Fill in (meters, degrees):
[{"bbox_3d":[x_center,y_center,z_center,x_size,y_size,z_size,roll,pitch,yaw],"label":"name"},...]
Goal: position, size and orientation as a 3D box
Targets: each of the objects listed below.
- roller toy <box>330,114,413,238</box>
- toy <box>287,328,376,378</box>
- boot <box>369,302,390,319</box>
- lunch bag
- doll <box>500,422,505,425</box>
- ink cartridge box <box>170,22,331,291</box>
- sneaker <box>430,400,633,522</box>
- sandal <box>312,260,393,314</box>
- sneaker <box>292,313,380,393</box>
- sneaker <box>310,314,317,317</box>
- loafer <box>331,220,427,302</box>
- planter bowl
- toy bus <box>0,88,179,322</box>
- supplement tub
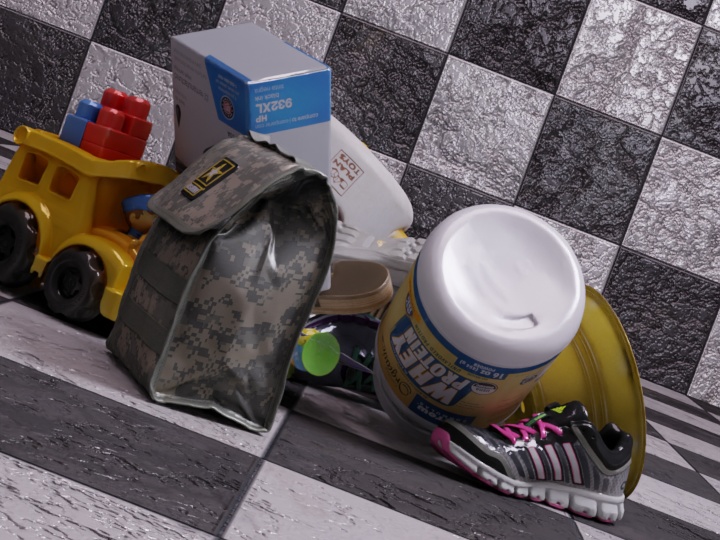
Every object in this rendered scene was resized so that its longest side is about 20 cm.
[{"bbox_3d":[-0.040,-0.077,1.695,0.200,0.140,0.183,39,-8,42],"label":"roller toy"},{"bbox_3d":[-0.084,0.068,1.413,0.115,0.048,0.199,31,-14,-29],"label":"toy"},{"bbox_3d":[0.038,0.049,1.803,0.166,0.073,0.200,35,7,-45],"label":"boot"},{"bbox_3d":[-0.101,-0.004,1.229,0.117,0.202,0.164,19,4,-24],"label":"lunch bag"},{"bbox_3d":[0.111,0.130,1.651,0.135,0.049,0.200,1,13,-22],"label":"doll"},{"bbox_3d":[-0.093,-0.090,1.400,0.083,0.202,0.145,-15,29,-29],"label":"ink cartridge box"},{"bbox_3d":[0.149,0.144,1.374,0.198,0.088,0.074,19,4,-25],"label":"sneaker"},{"bbox_3d":[-0.066,0.032,1.470,0.209,0.070,0.078,3,36,25],"label":"sandal"},{"bbox_3d":[0.022,0.089,1.549,0.198,0.075,0.087,4,24,-38],"label":"sneaker"},{"bbox_3d":[-0.042,0.063,1.622,0.198,0.072,0.073,16,5,-34],"label":"sneaker"},{"bbox_3d":[0.000,0.000,1.531,0.198,0.071,0.070,13,29,19],"label":"loafer"},{"bbox_3d":[0.180,0.119,1.509,0.082,0.203,0.200,-10,13,-16],"label":"planter bowl"},{"bbox_3d":[-0.217,-0.055,1.421,0.199,0.194,0.135,24,3,32],"label":"toy bus"},{"bbox_3d":[0.094,0.052,1.401,0.143,0.146,0.200,20,-33,-4],"label":"supplement tub"}]
